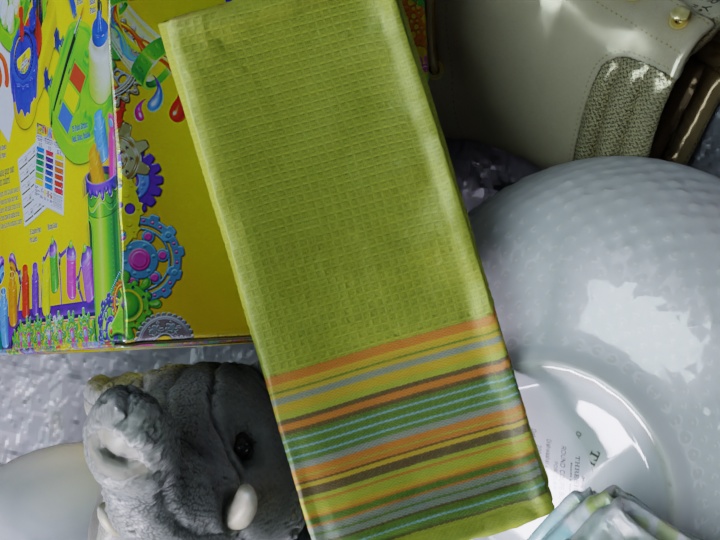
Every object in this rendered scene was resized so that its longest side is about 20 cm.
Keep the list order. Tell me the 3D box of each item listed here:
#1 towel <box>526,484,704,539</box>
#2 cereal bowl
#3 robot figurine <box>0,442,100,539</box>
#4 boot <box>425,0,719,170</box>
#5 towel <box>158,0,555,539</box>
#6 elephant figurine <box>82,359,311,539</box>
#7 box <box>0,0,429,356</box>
[{"bbox_3d":[0.098,0.180,0.933,0.171,0.048,0.200,27,118,-15],"label":"towel"},{"bbox_3d":[0.088,0.065,0.958,0.200,0.083,0.200,10,112,26],"label":"cereal bowl"},{"bbox_3d":[-0.108,0.157,1.080,0.169,0.113,0.200,-12,83,-11],"label":"robot figurine"},{"bbox_3d":[0.079,-0.131,0.994,0.155,0.073,0.200,26,106,28],"label":"boot"},{"bbox_3d":[0.000,0.000,0.897,0.086,0.018,0.200,-18,93,-13],"label":"towel"},{"bbox_3d":[-0.048,0.083,0.957,0.155,0.141,0.200,32,139,51],"label":"elephant figurine"},{"bbox_3d":[-0.067,-0.067,0.997,0.200,0.122,0.193,174,93,-69],"label":"box"}]
